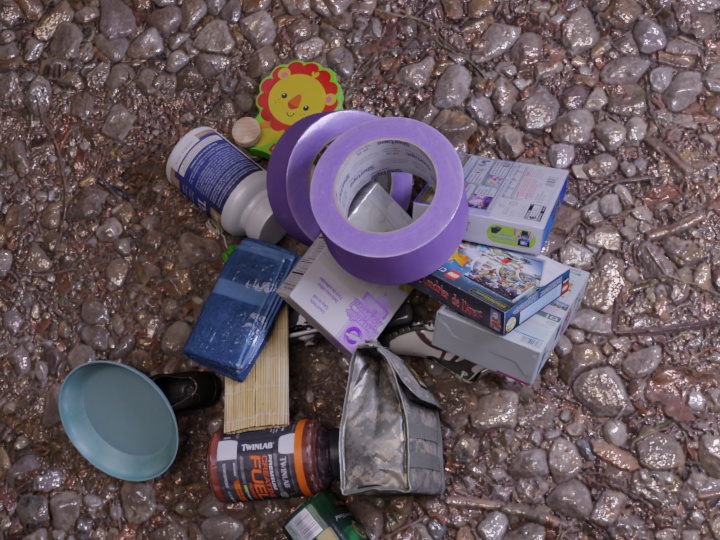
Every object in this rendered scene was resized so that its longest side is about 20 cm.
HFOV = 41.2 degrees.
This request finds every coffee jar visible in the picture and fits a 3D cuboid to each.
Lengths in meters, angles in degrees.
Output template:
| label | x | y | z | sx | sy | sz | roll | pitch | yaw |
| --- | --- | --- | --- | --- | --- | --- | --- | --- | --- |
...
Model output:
| label | x | y | z | sx | sy | sz | roll | pitch | yaw |
| --- | --- | --- | --- | --- | --- | --- | --- | --- | --- |
| coffee jar | -0.014 | 0.399 | 1.289 | 0.085 | 0.104 | 0.201 | -41 | 70 | 3 |

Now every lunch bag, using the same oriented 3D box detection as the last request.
| label | x | y | z | sx | sy | sz | roll | pitch | yaw |
| --- | --- | --- | --- | --- | --- | --- | --- | --- | --- |
| lunch bag | 0.044 | 0.202 | 1.296 | 0.116 | 0.164 | 0.203 | -7 | 73 | 18 |

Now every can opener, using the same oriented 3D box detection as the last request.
| label | x | y | z | sx | sy | sz | roll | pitch | yaw |
| --- | --- | --- | --- | --- | --- | --- | --- | --- | --- |
| can opener | -0.019 | 0.069 | 1.410 | 0.197 | 0.053 | 0.068 | -14 | 72 | 9 |

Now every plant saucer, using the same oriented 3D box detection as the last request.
| label | x | y | z | sx | sy | sz | roll | pitch | yaw |
| --- | --- | --- | --- | --- | --- | --- | --- | --- | --- |
| plant saucer | -0.348 | 0.214 | 1.406 | 0.197 | 0.036 | 0.203 | 8 | 115 | 17 |

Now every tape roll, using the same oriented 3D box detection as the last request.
| label | x | y | z | sx | sy | sz | roll | pitch | yaw |
| --- | --- | --- | --- | --- | --- | --- | --- | --- | --- |
| tape roll | -0.030 | -0.128 | 1.388 | 0.197 | 0.085 | 0.203 | -3 | 97 | -26 |
| tape roll | 0.038 | -0.090 | 1.235 | 0.197 | 0.085 | 0.203 | -4 | 64 | 9 |

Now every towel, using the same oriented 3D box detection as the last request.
| label | x | y | z | sx | sy | sz | roll | pitch | yaw |
| --- | --- | --- | --- | --- | --- | --- | --- | --- | --- |
| towel | -0.170 | 0.051 | 1.380 | 0.110 | 0.049 | 0.202 | 18 | 70 | 19 |

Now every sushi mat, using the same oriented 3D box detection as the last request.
| label | x | y | z | sx | sy | sz | roll | pitch | yaw |
| --- | --- | --- | --- | --- | --- | --- | --- | --- | --- |
| sushi mat | -0.148 | 0.131 | 1.371 | 0.094 | 0.012 | 0.203 | -8 | 63 | 9 |

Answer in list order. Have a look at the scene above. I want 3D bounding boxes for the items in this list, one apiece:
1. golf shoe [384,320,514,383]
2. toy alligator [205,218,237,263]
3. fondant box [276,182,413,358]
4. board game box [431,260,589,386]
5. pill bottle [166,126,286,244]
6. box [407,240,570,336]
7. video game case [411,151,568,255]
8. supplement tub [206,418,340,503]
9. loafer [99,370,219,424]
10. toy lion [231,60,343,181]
| label | x | y | z | sx | sy | sz | roll | pitch | yaw |
| --- | --- | --- | --- | --- | --- | --- | --- | --- | --- |
| golf shoe | 0.129 | 0.114 | 1.348 | 0.197 | 0.077 | 0.090 | -3 | 79 | 14 |
| toy alligator | -0.181 | 0.006 | 1.473 | 0.200 | 0.059 | 0.055 | 47 | 130 | 21 |
| fondant box | 0.000 | 0.000 | 1.329 | 0.144 | 0.058 | 0.201 | 43 | 77 | -23 |
| board game box | 0.205 | 0.050 | 1.289 | 0.146 | 0.065 | 0.200 | 22 | 41 | 21 |
| pill bottle | -0.197 | -0.124 | 1.480 | 0.199 | 0.111 | 0.111 | 39 | 87 | 21 |
| box | 0.155 | 0.001 | 1.262 | 0.136 | 0.038 | 0.199 | -29 | 42 | -34 |
| video game case | 0.185 | -0.099 | 1.342 | 0.179 | 0.200 | 0.046 | 13 | 121 | 16 |
| supplement tub | -0.109 | 0.266 | 1.349 | 0.197 | 0.107 | 0.109 | -9 | 72 | 12 |
| loafer | -0.314 | 0.186 | 1.444 | 0.197 | 0.071 | 0.074 | -17 | 71 | 9 |
| toy lion | -0.093 | -0.233 | 1.516 | 0.199 | 0.069 | 0.192 | 39 | 79 | 21 |
